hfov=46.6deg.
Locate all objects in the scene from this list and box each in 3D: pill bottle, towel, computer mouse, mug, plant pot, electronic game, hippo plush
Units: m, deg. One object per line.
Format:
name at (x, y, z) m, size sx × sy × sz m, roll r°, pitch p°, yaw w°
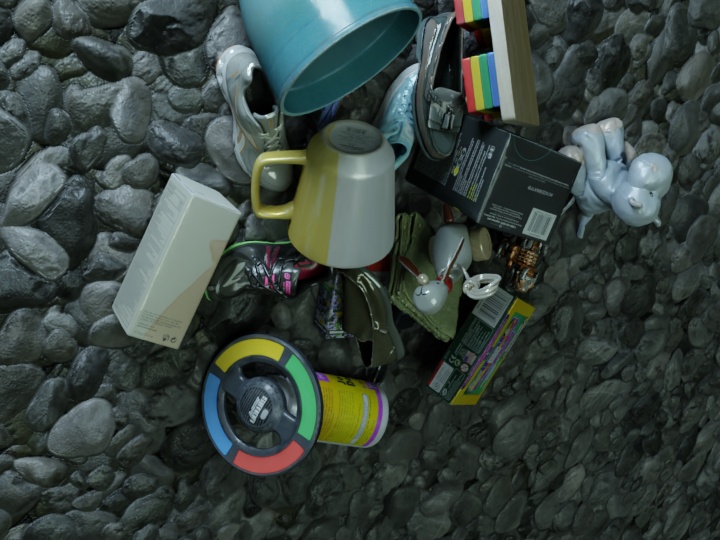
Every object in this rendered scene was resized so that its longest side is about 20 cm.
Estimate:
pill bottle at (-0.060, 0.212, 1.292) m, size 0.197 × 0.104 × 0.106 m, roll 15°, pitch 104°, yaw -34°
towel at (0.102, 0.012, 1.288) m, size 0.199 × 0.036 × 0.151 m, roll 37°, pitch 58°, yaw -47°
computer mouse at (0.052, 0.100, 1.357) m, size 0.058 × 0.034 × 0.202 m, roll 9°, pitch 112°, yaw -50°
mug at (-0.032, -0.103, 1.086) m, size 0.184 × 0.150 × 0.155 m, roll -21°, pitch 139°, yaw -30°
plant pot at (-0.058, -0.321, 0.984) m, size 0.198 × 0.200 × 0.190 m, roll -31°, pitch 86°, yaw -14°
electronic game at (-0.143, 0.192, 1.194) m, size 0.203 × 0.198 × 0.041 m, roll -65°, pitch 159°, yaw 10°
hippo plush at (0.415, -0.144, 1.373) m, size 0.158 × 0.161 × 0.202 m, roll 23°, pitch 99°, yaw -35°

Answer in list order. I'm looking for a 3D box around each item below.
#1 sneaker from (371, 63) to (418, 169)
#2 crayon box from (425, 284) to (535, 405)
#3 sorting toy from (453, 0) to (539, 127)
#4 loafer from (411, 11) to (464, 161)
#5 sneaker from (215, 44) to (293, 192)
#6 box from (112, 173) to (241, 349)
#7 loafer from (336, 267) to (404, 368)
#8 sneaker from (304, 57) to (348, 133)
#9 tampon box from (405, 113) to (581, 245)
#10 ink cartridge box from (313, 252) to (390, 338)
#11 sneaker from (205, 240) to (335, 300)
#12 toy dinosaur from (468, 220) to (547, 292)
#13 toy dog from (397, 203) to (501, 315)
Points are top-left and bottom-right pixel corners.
sneaker at (0.060, -0.200, 1.190) m, size 0.073 × 0.082 × 0.202 m, roll 30°, pitch 93°, yaw -37°
crayon box at (0.203, 0.124, 1.387) m, size 0.202 × 0.058 × 0.172 m, roll -58°, pitch 159°, yaw 4°
sorting toy at (0.187, -0.300, 1.156) m, size 0.198 × 0.068 × 0.204 m, roll -19°, pitch 101°, yaw -68°
loafer at (0.113, -0.257, 1.155) m, size 0.071 × 0.062 × 0.204 m, roll 1°, pitch 86°, yaw -36°
sneaker at (-0.127, -0.184, 1.082) m, size 0.075 × 0.092 × 0.202 m, roll -29°, pitch 124°, yaw -16°
box at (-0.242, -0.013, 1.093) m, size 0.077 × 0.095 × 0.202 m, roll 21°, pitch 101°, yaw -35°
loafer at (0.007, 0.070, 1.223) m, size 0.069 × 0.075 × 0.202 m, roll -34°, pitch 124°, yaw -17°
sneaker at (-0.011, -0.272, 1.125) m, size 0.078 × 0.075 × 0.202 m, roll 24°, pitch 100°, yaw -39°
tampon box at (0.189, -0.143, 1.218) m, size 0.148 × 0.200 × 0.128 m, roll 13°, pitch 105°, yaw -32°
ink cartridge box at (0.000, 0.000, 1.264) m, size 0.107 × 0.050 × 0.204 m, roll -1°, pitch 112°, yaw -29°
sneaker at (-0.124, 0.001, 1.172) m, size 0.197 × 0.084 × 0.078 m, roll -15°, pitch 118°, yaw -24°
toy dinosaur at (0.252, -0.065, 1.317) m, size 0.102 × 0.135 × 0.202 m, roll 40°, pitch 64°, yaw -26°
toy dog at (0.120, -0.026, 1.186) m, size 0.130 × 0.201 × 0.098 m, roll -20°, pitch 109°, yaw 11°
